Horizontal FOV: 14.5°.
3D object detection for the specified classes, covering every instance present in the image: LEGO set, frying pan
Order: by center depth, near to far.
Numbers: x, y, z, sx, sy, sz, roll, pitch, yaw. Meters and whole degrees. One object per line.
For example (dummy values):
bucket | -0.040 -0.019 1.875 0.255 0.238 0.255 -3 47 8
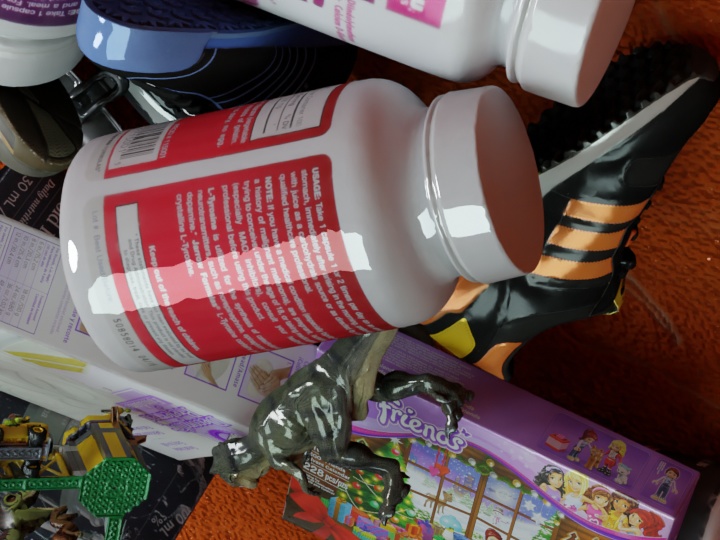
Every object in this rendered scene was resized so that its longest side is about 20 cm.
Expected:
LEGO set | -0.192 0.132 1.459 0.153 0.116 0.200 -7 124 -18
frying pan | -0.137 -0.075 1.468 0.115 0.031 0.190 53 170 -30

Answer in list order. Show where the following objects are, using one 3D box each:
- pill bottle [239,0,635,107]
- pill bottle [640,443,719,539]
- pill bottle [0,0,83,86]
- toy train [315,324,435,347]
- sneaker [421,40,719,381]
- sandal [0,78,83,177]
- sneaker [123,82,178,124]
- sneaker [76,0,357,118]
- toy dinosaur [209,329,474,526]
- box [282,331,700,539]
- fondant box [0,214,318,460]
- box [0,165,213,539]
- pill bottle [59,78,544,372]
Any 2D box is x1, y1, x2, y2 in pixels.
pill bottle | 0.023 -0.152 1.272 0.200 0.113 0.113 21 142 12
pill bottle | 0.107 0.137 1.546 0.200 0.106 0.106 12 139 23
pill bottle | -0.145 -0.177 1.294 0.112 0.112 0.200 29 140 3
toy train | 0.000 0.000 1.481 0.114 0.085 0.200 32 143 -2
sneaker | 0.109 -0.026 1.357 0.200 0.070 0.090 -39 111 23
sandal | -0.197 -0.112 1.417 0.082 0.200 0.055 12 129 -46
sneaker | -0.095 -0.131 1.411 0.200 0.072 0.083 38 141 -9
sneaker | -0.067 -0.093 1.329 0.070 0.200 0.078 31 111 29
toy dinosaur | 0.000 0.066 1.374 0.088 0.047 0.200 35 125 -6
box | 0.062 0.116 1.451 0.200 0.039 0.137 25 136 13
fondant box | -0.143 0.036 1.464 0.200 0.058 0.144 22 164 -23
box | -0.183 0.076 1.598 0.197 0.200 0.124 40 142 -12
pill bottle | -0.025 -0.023 1.274 0.200 0.112 0.112 -10 128 21
